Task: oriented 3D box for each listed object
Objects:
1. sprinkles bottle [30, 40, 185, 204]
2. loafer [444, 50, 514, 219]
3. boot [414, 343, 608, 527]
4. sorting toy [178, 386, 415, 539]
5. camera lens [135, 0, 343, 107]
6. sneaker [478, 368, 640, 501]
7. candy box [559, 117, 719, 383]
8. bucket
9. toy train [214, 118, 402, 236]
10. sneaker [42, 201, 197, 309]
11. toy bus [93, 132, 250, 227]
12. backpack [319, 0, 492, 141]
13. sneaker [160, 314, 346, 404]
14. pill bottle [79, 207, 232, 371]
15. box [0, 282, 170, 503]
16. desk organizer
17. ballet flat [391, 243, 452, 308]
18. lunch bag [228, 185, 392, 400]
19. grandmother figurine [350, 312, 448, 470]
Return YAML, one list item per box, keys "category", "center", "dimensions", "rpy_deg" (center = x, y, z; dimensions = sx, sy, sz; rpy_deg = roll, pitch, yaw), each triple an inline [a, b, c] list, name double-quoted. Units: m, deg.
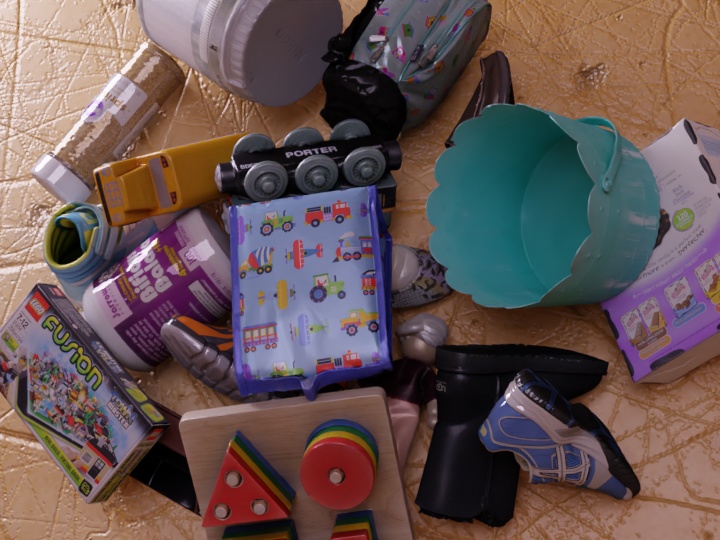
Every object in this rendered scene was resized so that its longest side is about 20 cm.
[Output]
- category: "sprinkles bottle"
  center: [-0.283, -0.164, 1.535]
  dimensions: [0.068, 0.068, 0.200]
  rpy_deg: [34, 78, 20]
- category: "loafer"
  center: [0.124, -0.144, 1.451]
  dimensions: [0.070, 0.073, 0.202]
  rpy_deg: [4, 69, 12]
- category: "boot"
  center: [0.146, 0.159, 1.327]
  dimensions: [0.199, 0.076, 0.170]
  rpy_deg: [2, 98, -31]
- category: "sorting toy"
  center: [-0.059, 0.225, 1.280]
  dimensions: [0.198, 0.070, 0.200]
  rpy_deg: [-8, 108, 10]
- category: "camera lens"
  center: [-0.136, -0.285, 1.488]
  dimensions: [0.200, 0.160, 0.160]
  rpy_deg: [35, 78, 34]
- category: "sneaker"
  center: [0.188, 0.166, 1.276]
  dimensions: [0.077, 0.200, 0.076]
  rpy_deg: [-45, 32, 13]
- category: "candy box"
  center: [0.308, -0.017, 1.326]
  dimensions: [0.167, 0.071, 0.201]
  rpy_deg: [-37, 61, 36]
- category: "bucket"
  center: [0.179, -0.058, 1.313]
  dimensions: [0.206, 0.134, 0.209]
  rpy_deg: [-3, 85, 46]
- category: "toy train"
  center: [-0.052, -0.085, 1.415]
  dimensions: [0.198, 0.115, 0.085]
  rpy_deg: [-10, 37, -14]
- category: "sneaker"
  center: [-0.256, -0.055, 1.454]
  dimensions: [0.079, 0.131, 0.200]
  rpy_deg: [35, 78, 21]
- category: "toy bus"
  center: [-0.188, -0.096, 1.422]
  dimensions: [0.078, 0.200, 0.066]
  rpy_deg: [-10, 97, 30]
- category: "backpack"
  center: [0.049, -0.238, 1.469]
  dimensions: [0.126, 0.167, 0.201]
  rpy_deg: [35, 75, 3]
- category: "sneaker"
  center: [-0.101, 0.078, 1.389]
  dimensions: [0.199, 0.077, 0.113]
  rpy_deg: [34, 66, -15]
- category: "pill bottle"
  center: [-0.217, 0.034, 1.418]
  dimensions: [0.199, 0.112, 0.113]
  rpy_deg: [-37, 67, 4]
- category: "box"
  center: [-0.288, 0.120, 1.356]
  dimensions: [0.200, 0.035, 0.110]
  rpy_deg: [46, 105, 21]
- category: "desk organizer"
  center: [-0.182, 0.193, 1.379]
  dimensions: [0.199, 0.072, 0.077]
  rpy_deg: [26, 78, 18]
- category: "ballet flat"
  center: [0.000, 0.000, 1.421]
  dimensions: [0.198, 0.072, 0.073]
  rpy_deg: [1, 69, 10]
- category: "lunch bag"
  center: [-0.046, 0.031, 1.307]
  dimensions: [0.149, 0.094, 0.201]
  rpy_deg: [-8, 54, 9]
- category: "grandmother figurine"
  center: [0.037, 0.134, 1.370]
  dimensions: [0.120, 0.061, 0.201]
  rpy_deg: [13, 69, 26]
